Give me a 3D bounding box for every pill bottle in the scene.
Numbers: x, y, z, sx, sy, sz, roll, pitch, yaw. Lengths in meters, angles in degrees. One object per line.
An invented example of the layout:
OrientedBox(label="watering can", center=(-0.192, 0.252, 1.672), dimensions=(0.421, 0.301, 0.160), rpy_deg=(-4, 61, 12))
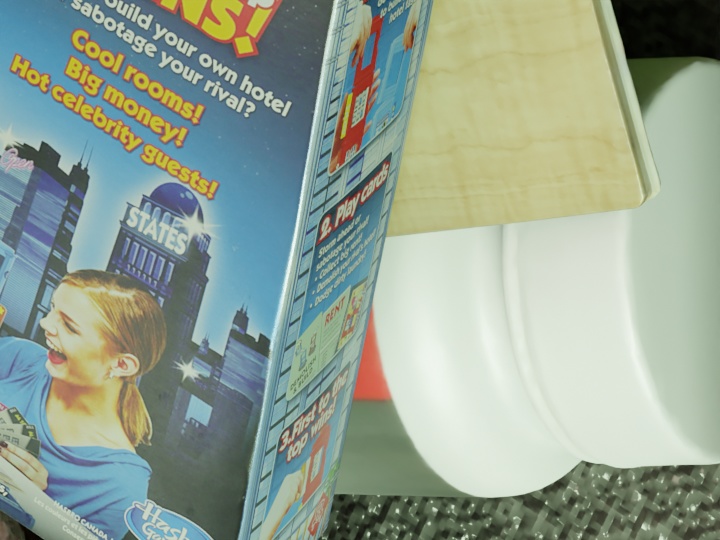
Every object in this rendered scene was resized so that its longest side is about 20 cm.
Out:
OrientedBox(label="pill bottle", center=(0.000, 0.000, 0.734), dimensions=(0.199, 0.114, 0.115), rpy_deg=(-2, 95, 33))

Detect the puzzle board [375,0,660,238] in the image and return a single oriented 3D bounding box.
OrientedBox(label="puzzle board", center=(-0.039, -0.076, 0.654), dimensions=(0.199, 0.017, 0.151), rpy_deg=(-6, 108, 32))

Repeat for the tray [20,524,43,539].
OrientedBox(label="tray", center=(-0.104, -0.005, 0.806), dimensions=(0.037, 0.099, 0.201), rpy_deg=(-3, 94, 21))

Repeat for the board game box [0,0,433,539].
OrientedBox(label="board game box", center=(-0.065, -0.052, 0.627), dimensions=(0.199, 0.062, 0.200), rpy_deg=(33, 123, 8))

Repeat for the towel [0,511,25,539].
OrientedBox(label="towel", center=(-0.170, 0.020, 0.721), dimensions=(0.132, 0.034, 0.201), rpy_deg=(-22, 95, 1))
